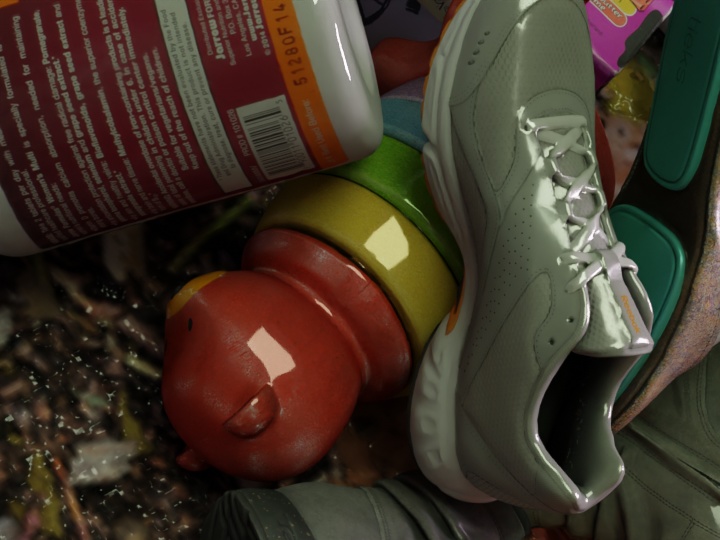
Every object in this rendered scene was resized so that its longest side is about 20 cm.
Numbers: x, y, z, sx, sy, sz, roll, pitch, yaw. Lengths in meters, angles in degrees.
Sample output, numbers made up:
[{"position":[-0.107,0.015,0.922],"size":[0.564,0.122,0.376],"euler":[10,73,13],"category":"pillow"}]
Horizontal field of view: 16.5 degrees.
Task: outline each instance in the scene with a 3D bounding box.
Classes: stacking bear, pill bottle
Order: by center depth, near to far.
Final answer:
[{"position":[-0.099,-0.069,0.907],"size":[0.199,0.110,0.110],"euler":[-15,61,6],"category":"pill bottle"},{"position":[0.000,0.000,0.963],"size":[0.114,0.121,0.200],"euler":[50,61,-9],"category":"stacking bear"}]

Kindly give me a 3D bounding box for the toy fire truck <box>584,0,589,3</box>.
[{"position":[0.115,-0.154,0.966],"size":[0.140,0.049,0.201],"euler":[-5,72,-23],"category":"toy fire truck"}]

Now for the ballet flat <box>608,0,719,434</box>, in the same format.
[{"position":[0.130,-0.021,0.921],"size":[0.067,0.201,0.068],"euler":[4,28,-29],"category":"ballet flat"}]

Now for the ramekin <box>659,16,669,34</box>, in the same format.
[{"position":[0.217,-0.170,1.175],"size":[0.199,0.098,0.202],"euler":[12,56,-18],"category":"ramekin"}]

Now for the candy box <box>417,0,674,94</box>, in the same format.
[{"position":[0.097,-0.175,1.029],"size":[0.136,0.061,0.200],"euler":[43,62,-1],"category":"candy box"}]

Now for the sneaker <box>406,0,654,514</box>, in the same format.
[{"position":[0.073,-0.008,0.893],"size":[0.075,0.092,0.202],"euler":[-6,103,-36],"category":"sneaker"}]

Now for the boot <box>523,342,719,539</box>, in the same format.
[{"position":[0.111,0.109,0.967],"size":[0.130,0.068,0.201],"euler":[13,79,19],"category":"boot"}]

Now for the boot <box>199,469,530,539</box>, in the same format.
[{"position":[0.032,0.158,0.900],"size":[0.131,0.070,0.201],"euler":[-4,66,-33],"category":"boot"}]

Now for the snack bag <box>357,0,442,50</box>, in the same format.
[{"position":[0.008,-0.194,1.093],"size":[0.199,0.021,0.190],"euler":[25,81,-9],"category":"snack bag"}]
